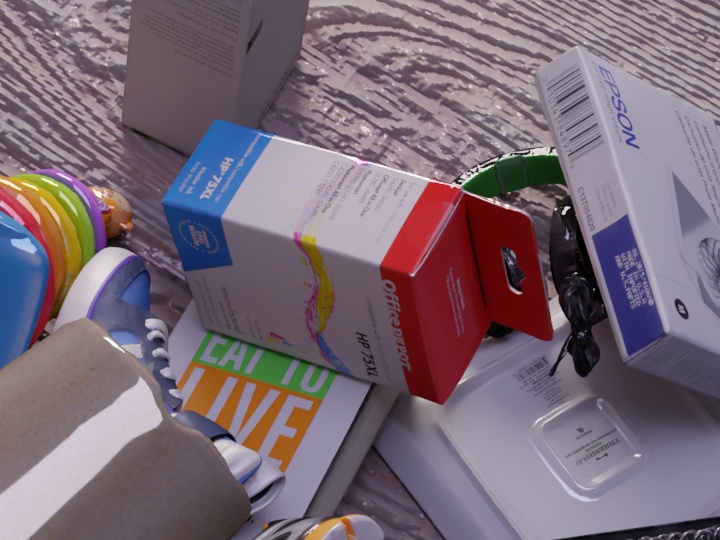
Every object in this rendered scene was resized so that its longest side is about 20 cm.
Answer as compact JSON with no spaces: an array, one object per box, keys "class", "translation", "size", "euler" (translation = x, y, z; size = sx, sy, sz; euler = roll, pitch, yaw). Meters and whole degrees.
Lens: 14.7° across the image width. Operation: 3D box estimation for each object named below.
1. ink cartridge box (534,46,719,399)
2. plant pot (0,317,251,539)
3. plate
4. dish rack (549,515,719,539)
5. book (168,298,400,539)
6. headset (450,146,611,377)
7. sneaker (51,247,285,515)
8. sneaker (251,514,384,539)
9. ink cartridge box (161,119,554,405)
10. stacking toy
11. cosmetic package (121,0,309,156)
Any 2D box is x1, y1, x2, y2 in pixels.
[{"class":"ink cartridge box","translation":[0.196,-0.015,1.626],"size":[0.199,0.040,0.201],"euler":[21,45,-47]},{"class":"plant pot","translation":[-0.161,0.131,1.376],"size":[0.183,0.201,0.200],"euler":[-41,71,-11]},{"class":"plate","translation":[0.131,0.106,1.618],"size":[0.199,0.032,0.200],"euler":[-28,66,-22]},{"class":"dish rack","translation":[0.191,0.157,1.476],"size":[0.152,0.200,0.055],"euler":[-7,85,-19]},{"class":"book","translation":[-0.071,0.099,1.579],"size":[0.133,0.048,0.201],"euler":[16,56,20]},{"class":"headset","translation":[0.106,-0.014,1.631],"size":[0.123,0.094,0.201],"euler":[-16,40,-1]},{"class":"sneaker","translation":[-0.104,0.085,1.527],"size":[0.145,0.081,0.201],"euler":[12,52,10]},{"class":"sneaker","translation":[-0.069,0.198,1.430],"size":[0.200,0.079,0.077],"euler":[-40,29,-30]},{"class":"ink cartridge box","translation":[0.000,0.000,1.539],"size":[0.199,0.117,0.067],"euler":[17,56,25]},{"class":"stacking toy","translation":[-0.186,-0.016,1.591],"size":[0.116,0.110,0.200],"euler":[29,26,18]},{"class":"cosmetic package","translation":[-0.080,-0.164,1.654],"size":[0.081,0.200,0.113],"euler":[25,61,8]}]
